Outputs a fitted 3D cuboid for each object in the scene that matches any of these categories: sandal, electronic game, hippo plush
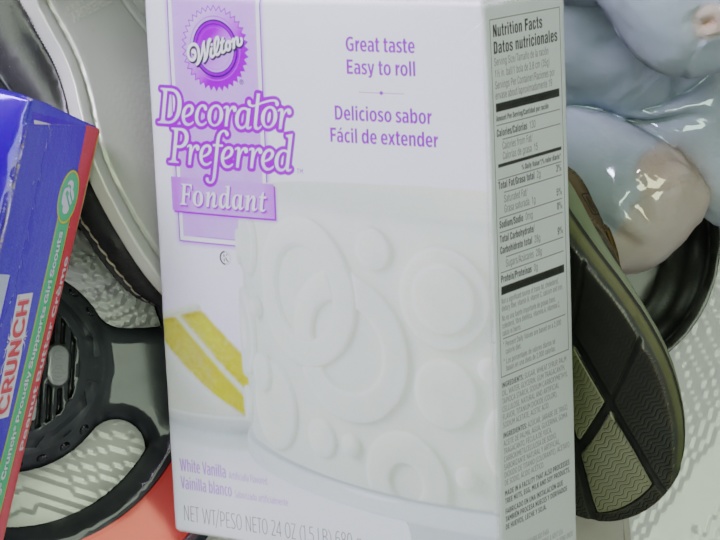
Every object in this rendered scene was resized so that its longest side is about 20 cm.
[{"bbox_3d":[0.064,-0.007,0.916,0.057,0.080,0.201,-18,79,-53],"label":"sandal"},{"bbox_3d":[-0.134,0.037,0.967,0.200,0.042,0.200,1,81,-8],"label":"electronic game"},{"bbox_3d":[0.103,-0.119,0.945,0.200,0.161,0.159,39,57,15],"label":"hippo plush"}]

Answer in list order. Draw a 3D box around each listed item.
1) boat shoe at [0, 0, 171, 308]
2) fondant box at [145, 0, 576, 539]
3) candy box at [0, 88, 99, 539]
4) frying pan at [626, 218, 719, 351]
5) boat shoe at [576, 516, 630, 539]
[{"bbox_3d":[-0.114,-0.071,0.948,0.200,0.060,0.074,61,34,-6],"label":"boat shoe"},{"bbox_3d":[0.000,0.000,0.891,0.144,0.058,0.200,5,102,35],"label":"fondant box"},{"bbox_3d":[-0.210,0.002,0.900,0.200,0.077,0.169,15,91,17],"label":"candy box"},{"bbox_3d":[0.064,0.018,1.003,0.115,0.031,0.190,37,82,1],"label":"frying pan"},{"bbox_3d":[0.031,0.042,0.965,0.063,0.073,0.200,-32,92,33],"label":"boat shoe"}]
